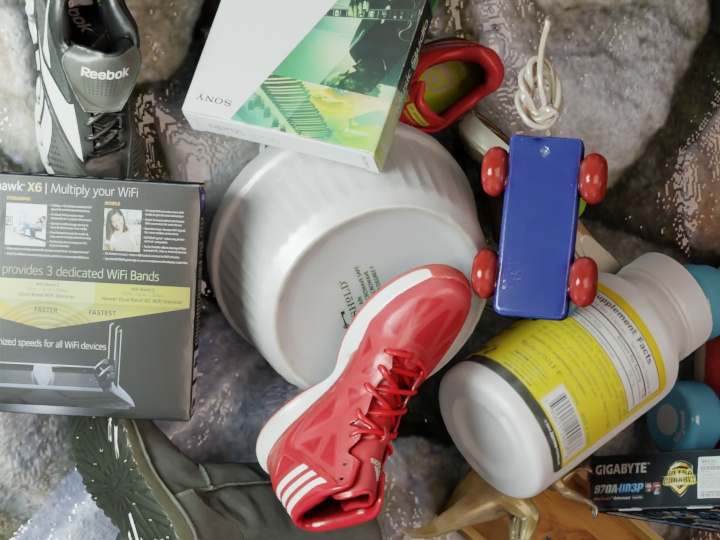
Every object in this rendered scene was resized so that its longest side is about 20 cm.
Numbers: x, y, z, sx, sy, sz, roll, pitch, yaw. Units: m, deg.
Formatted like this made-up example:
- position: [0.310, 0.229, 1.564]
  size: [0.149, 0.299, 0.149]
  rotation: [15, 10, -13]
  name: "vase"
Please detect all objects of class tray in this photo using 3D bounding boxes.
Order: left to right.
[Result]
- position: [0.161, 0.211, 1.649]
  size: [0.200, 0.037, 0.099]
  rotation: [42, 78, -26]
  name: "tray"

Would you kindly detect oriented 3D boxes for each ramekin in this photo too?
- position: [0.000, 0.000, 1.469]
  size: [0.201, 0.094, 0.203]
  rotation: [-10, 123, -16]
  name: "ramekin"

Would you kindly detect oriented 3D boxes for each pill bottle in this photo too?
- position: [0.163, 0.071, 1.540]
  size: [0.199, 0.111, 0.112]
  rotation: [-33, 110, -26]
  name: "pill bottle"

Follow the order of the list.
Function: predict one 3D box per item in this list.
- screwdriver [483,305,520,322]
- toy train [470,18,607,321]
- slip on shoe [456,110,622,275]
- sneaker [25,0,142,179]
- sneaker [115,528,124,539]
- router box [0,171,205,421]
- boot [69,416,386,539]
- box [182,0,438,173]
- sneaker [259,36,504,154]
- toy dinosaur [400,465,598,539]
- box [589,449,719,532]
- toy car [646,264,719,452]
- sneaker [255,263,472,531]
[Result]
- position: [0.151, 0.054, 1.628]
  size: [0.199, 0.028, 0.029]
  rotation: [16, 119, -27]
  name: "screwdriver"
- position: [0.134, -0.063, 1.455]
  size: [0.084, 0.116, 0.202]
  rotation: [5, 85, 14]
  name: "toy train"
- position: [0.124, -0.040, 1.568]
  size: [0.061, 0.076, 0.200]
  rotation: [-42, 133, 5]
  name: "slip on shoe"
- position: [-0.181, -0.123, 1.403]
  size: [0.066, 0.090, 0.201]
  rotation: [-12, 102, -23]
  name: "sneaker"
- position: [-0.098, 0.249, 1.513]
  size: [0.199, 0.075, 0.107]
  rotation: [19, 95, -21]
  name: "sneaker"
- position: [-0.205, 0.015, 1.388]
  size: [0.198, 0.052, 0.158]
  rotation: [4, 94, -2]
  name: "router box"
- position: [-0.092, 0.147, 1.484]
  size: [0.199, 0.182, 0.073]
  rotation: [-5, 144, -43]
  name: "boot"
- position: [-0.024, -0.177, 1.435]
  size: [0.143, 0.036, 0.201]
  rotation: [13, 75, 16]
  name: "box"
- position: [0.016, -0.118, 1.505]
  size: [0.199, 0.085, 0.077]
  rotation: [-31, 108, -20]
  name: "sneaker"
- position: [0.114, 0.172, 1.581]
  size: [0.200, 0.058, 0.101]
  rotation: [-36, 96, -24]
  name: "toy dinosaur"
- position: [0.302, 0.176, 1.625]
  size: [0.199, 0.159, 0.046]
  rotation: [14, 75, -37]
  name: "box"
- position: [0.358, 0.080, 1.624]
  size: [0.183, 0.200, 0.178]
  rotation: [1, 97, -35]
  name: "toy car"
- position: [0.018, 0.098, 1.406]
  size: [0.078, 0.116, 0.200]
  rotation: [27, 111, -33]
  name: "sneaker"
